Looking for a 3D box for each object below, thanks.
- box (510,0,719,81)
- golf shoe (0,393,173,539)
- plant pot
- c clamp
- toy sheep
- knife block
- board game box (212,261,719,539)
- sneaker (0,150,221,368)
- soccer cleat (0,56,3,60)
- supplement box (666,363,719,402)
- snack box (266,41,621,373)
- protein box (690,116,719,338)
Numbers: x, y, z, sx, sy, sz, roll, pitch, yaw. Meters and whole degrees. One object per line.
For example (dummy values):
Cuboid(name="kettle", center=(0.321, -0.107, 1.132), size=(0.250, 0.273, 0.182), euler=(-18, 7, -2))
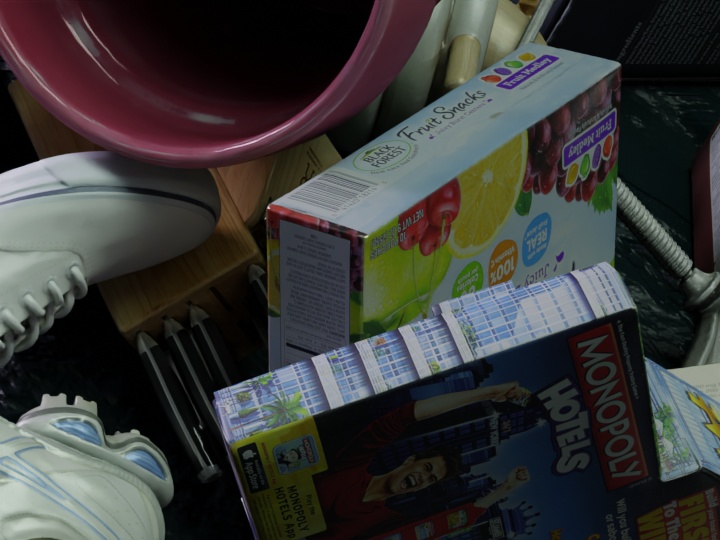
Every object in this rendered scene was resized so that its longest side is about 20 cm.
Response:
Cuboid(name="box", center=(0.138, -0.216, 1.679), size=(0.196, 0.124, 0.200), euler=(-5, 46, -39))
Cuboid(name="golf shoe", center=(-0.164, 0.083, 1.080), size=(0.199, 0.078, 0.097), euler=(17, 40, -17))
Cuboid(name="plant pot", center=(-0.037, -0.154, 1.194), size=(0.200, 0.200, 0.179), euler=(38, 26, 13))
Cuboid(name="c clamp", center=(0.120, -0.019, 1.393), size=(0.200, 0.027, 0.171), euler=(51, 46, -14))
Cuboid(name="toy sheep", center=(0.001, -0.120, 1.438), size=(0.199, 0.138, 0.138), euler=(18, 33, -3))
Cuboid(name="knife block", center=(-0.084, 0.008, 1.241), size=(0.199, 0.064, 0.176), euler=(9, 65, 27))
Cuboid(name="board game box", center=(0.057, 0.074, 1.070), size=(0.199, 0.200, 0.062), euler=(-19, 47, -5))
Cuboid(name="sneaker", center=(-0.150, 0.006, 1.169), size=(0.199, 0.073, 0.071), euler=(-13, 62, -9))
Cuboid(name="soccer cleat", center=(-0.160, -0.132, 1.383), size=(0.077, 0.069, 0.200), euler=(34, 30, 1))
Cuboid(name="supplement box", center=(0.127, 0.126, 1.195), size=(0.125, 0.074, 0.200), euler=(-7, 33, 11))
Cuboid(name="snack box", center=(0.037, 0.007, 1.182), size=(0.053, 0.143, 0.200), euler=(18, 32, 29))
Cuboid(name="protein box", center=(0.290, -0.017, 1.510), size=(0.198, 0.135, 0.200), euler=(22, 34, -10))
